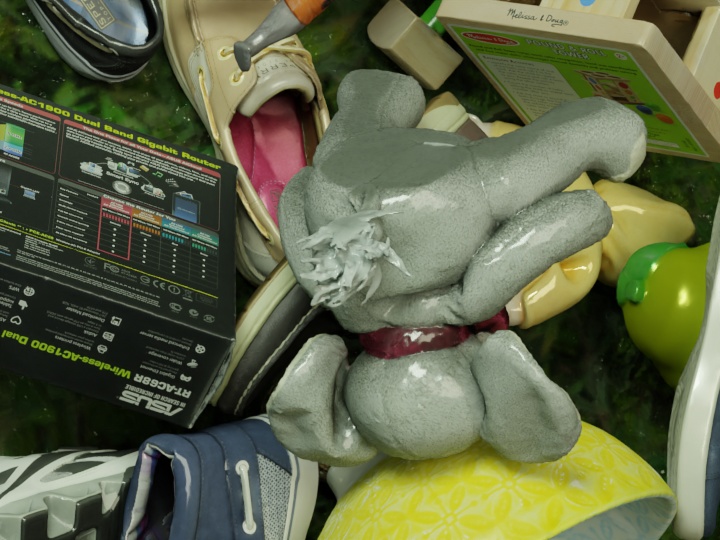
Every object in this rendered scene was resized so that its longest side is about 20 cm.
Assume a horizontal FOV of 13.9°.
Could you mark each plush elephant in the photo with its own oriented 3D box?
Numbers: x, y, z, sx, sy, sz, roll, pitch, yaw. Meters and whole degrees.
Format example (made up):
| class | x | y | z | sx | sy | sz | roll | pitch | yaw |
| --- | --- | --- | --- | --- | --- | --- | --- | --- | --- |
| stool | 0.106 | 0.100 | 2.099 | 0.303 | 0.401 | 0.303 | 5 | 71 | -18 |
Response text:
| class | x | y | z | sx | sy | sz | roll | pitch | yaw |
| --- | --- | --- | --- | --- | --- | --- | --- | --- | --- |
| plush elephant | 0.035 | 0.016 | 1.366 | 0.200 | 0.165 | 0.155 | -47 | 136 | -52 |

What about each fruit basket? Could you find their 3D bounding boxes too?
| class | x | y | z | sx | sy | sz | roll | pitch | yaw |
| --- | --- | --- | --- | --- | --- | --- | --- | --- | --- |
| fruit basket | 0.230 | 0.047 | 1.593 | 0.215 | 0.156 | 0.216 | 0 | 75 | 1 |

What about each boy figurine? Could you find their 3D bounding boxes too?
| class | x | y | z | sx | sy | sz | roll | pitch | yaw |
| --- | --- | --- | --- | --- | --- | --- | --- | --- | --- |
| boy figurine | 0.082 | -0.027 | 1.577 | 0.200 | 0.064 | 0.124 | -3 | 67 | -26 |

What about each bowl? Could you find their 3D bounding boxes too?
| class | x | y | z | sx | sy | sz | roll | pitch | yaw |
| --- | --- | --- | --- | --- | --- | --- | --- | --- | --- |
| bowl | 0.043 | 0.125 | 1.448 | 0.200 | 0.200 | 0.108 | -26 | 70 | -23 |

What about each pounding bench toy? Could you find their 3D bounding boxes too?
| class | x | y | z | sx | sy | sz | roll | pitch | yaw |
| --- | --- | --- | --- | --- | --- | --- | --- | --- | --- |
| pounding bench toy | 0.114 | -0.165 | 1.540 | 0.124 | 0.200 | 0.156 | 44 | 64 | -50 |

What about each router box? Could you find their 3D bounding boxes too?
| class | x | y | z | sx | sy | sz | roll | pitch | yaw |
| --- | --- | --- | --- | --- | --- | --- | --- | --- | --- |
| router box | -0.159 | -0.018 | 1.422 | 0.200 | 0.062 | 0.150 | 19 | 33 | -14 |

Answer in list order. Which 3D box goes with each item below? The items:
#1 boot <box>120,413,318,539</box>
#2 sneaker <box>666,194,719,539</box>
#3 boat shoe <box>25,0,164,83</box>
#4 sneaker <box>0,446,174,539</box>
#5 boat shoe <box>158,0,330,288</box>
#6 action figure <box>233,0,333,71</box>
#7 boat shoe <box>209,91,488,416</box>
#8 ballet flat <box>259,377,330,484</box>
| class | x | y | z | sx | sy | sz | roll | pitch | yaw |
| --- | --- | --- | --- | --- | --- | --- | --- | --- | --- |
| boot | -0.082 | 0.168 | 1.448 | 0.090 | 0.073 | 0.200 | -4 | 105 | -44 |
| sneaker | 0.208 | 0.043 | 1.484 | 0.084 | 0.075 | 0.200 | 14 | 84 | 0 |
| boat shoe | -0.167 | -0.182 | 1.489 | 0.070 | 0.066 | 0.200 | -37 | 98 | -22 |
| sneaker | -0.142 | 0.115 | 1.463 | 0.200 | 0.088 | 0.074 | -8 | 113 | -46 |
| boat shoe | -0.048 | -0.090 | 1.526 | 0.074 | 0.069 | 0.200 | -18 | 91 | -24 |
| action figure | -0.017 | -0.209 | 1.479 | 0.193 | 0.105 | 0.200 | -25 | 79 | -25 |
| boat shoe | 0.000 | 0.000 | 1.463 | 0.065 | 0.073 | 0.200 | 40 | 79 | 2 |
| ballet flat | 0.042 | 0.107 | 1.543 | 0.200 | 0.065 | 0.071 | 21 | 73 | -20 |
